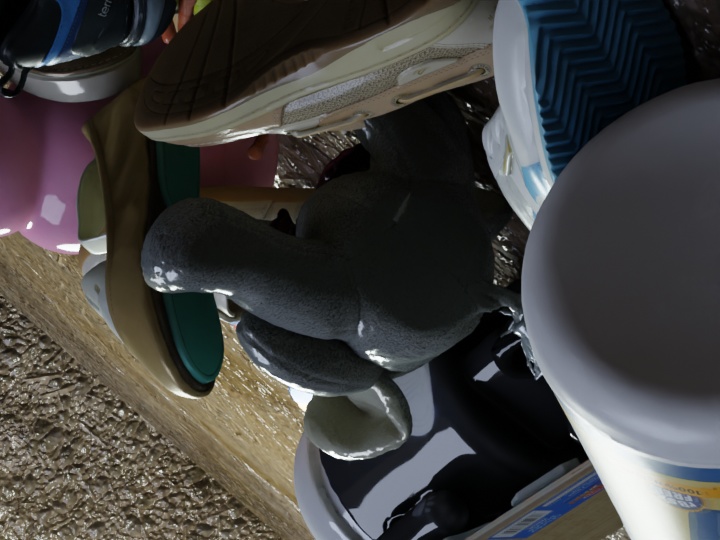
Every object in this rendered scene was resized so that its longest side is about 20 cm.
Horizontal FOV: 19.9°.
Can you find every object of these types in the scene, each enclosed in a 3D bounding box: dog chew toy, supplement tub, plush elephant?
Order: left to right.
[{"bbox_3d":[-0.146,-0.063,1.126,0.124,0.199,0.125,19,113,55],"label":"dog chew toy"},{"bbox_3d":[0.000,0.000,0.980,0.200,0.165,0.155,34,158,-10],"label":"plush elephant"},{"bbox_3d":[0.149,0.042,0.743,0.144,0.145,0.200,31,164,35],"label":"supplement tub"}]

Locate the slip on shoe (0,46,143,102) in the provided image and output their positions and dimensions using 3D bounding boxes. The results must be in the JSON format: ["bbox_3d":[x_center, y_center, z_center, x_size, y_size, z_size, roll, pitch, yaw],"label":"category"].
[{"bbox_3d":[-0.175,-0.161,1.110,0.200,0.076,0.061,-123,21,-46],"label":"slip on shoe"}]

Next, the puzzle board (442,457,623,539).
[{"bbox_3d":[0.085,0.141,1.080,0.151,0.200,0.017,10,-132,-58],"label":"puzzle board"}]

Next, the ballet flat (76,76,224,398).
[{"bbox_3d":[-0.106,-0.009,0.998,0.069,0.063,0.200,51,-158,-42],"label":"ballet flat"}]

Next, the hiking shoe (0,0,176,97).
[{"bbox_3d":[-0.145,-0.181,0.865,0.074,0.087,0.201,1,113,61],"label":"hiking shoe"}]

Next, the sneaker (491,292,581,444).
[{"bbox_3d":[0.140,0.057,0.960,0.199,0.083,0.071,27,161,45],"label":"sneaker"}]

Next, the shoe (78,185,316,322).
[{"bbox_3d":[-0.051,-0.008,1.085,0.070,0.199,0.054,78,-175,-57],"label":"shoe"}]

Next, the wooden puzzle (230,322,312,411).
[{"bbox_3d":[-0.006,0.046,1.307,0.185,0.046,0.200,-3,140,44],"label":"wooden puzzle"}]

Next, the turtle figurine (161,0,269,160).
[{"bbox_3d":[-0.093,-0.144,1.000,0.161,0.064,0.200,45,177,15],"label":"turtle figurine"}]

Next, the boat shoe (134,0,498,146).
[{"bbox_3d":[-0.015,-0.083,0.855,0.200,0.071,0.064,-12,142,43],"label":"boat shoe"}]

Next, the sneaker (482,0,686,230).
[{"bbox_3d":[0.080,-0.053,0.786,0.081,0.077,0.200,33,163,34],"label":"sneaker"}]

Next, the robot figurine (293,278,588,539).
[{"bbox_3d":[0.051,0.092,1.127,0.150,0.200,0.125,-5,-120,-47],"label":"robot figurine"}]
